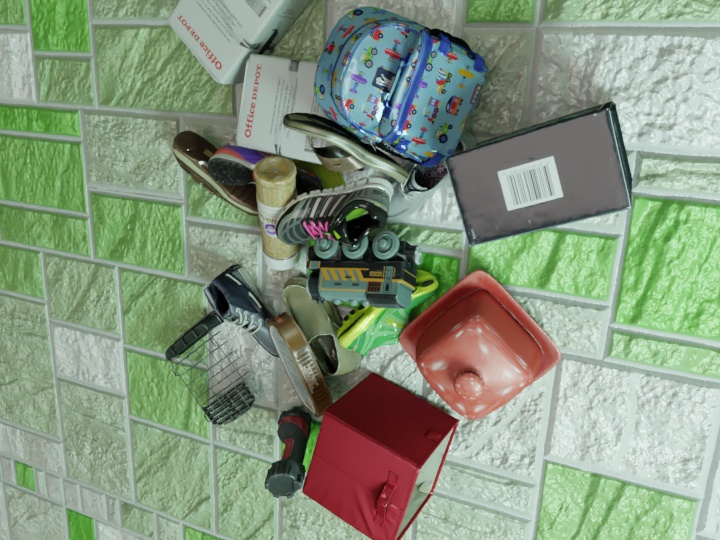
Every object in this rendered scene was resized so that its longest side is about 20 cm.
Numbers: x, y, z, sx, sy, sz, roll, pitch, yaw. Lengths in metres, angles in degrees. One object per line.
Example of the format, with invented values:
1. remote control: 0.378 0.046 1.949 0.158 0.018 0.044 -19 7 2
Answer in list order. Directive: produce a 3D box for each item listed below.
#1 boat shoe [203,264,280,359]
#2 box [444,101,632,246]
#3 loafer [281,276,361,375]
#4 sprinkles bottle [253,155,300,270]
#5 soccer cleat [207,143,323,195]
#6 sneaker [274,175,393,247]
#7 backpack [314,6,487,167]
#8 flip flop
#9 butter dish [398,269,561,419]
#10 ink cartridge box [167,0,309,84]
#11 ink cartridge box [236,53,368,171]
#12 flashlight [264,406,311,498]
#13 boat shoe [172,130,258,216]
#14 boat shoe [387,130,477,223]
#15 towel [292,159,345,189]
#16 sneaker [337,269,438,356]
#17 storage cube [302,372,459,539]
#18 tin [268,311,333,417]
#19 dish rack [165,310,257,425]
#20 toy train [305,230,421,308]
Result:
1. boat shoe: -0.207 0.088 1.148 0.075 0.093 0.201 -40 86 28
2. box: 0.241 -0.129 0.821 0.198 0.198 0.125 -13 101 27
3. loafer: -0.073 0.099 1.103 0.076 0.068 0.201 -39 87 28
4. sprinkles bottle: -0.134 -0.090 1.032 0.068 0.068 0.201 24 142 17
5. soccer cleat: -0.153 -0.170 1.058 0.197 0.074 0.069 13 136 6
6. sneaker: -0.042 -0.074 0.950 0.198 0.088 0.074 -17 137 15
7. backpack: 0.046 -0.254 0.857 0.198 0.135 0.184 19 106 -25
8. flip flop: -0.022 -0.165 0.900 0.198 0.081 0.058 24 110 -24
9. butter dish: 0.171 0.141 0.948 0.199 0.148 0.200 45 117 -5
10. ink cartridge box: -0.192 -0.421 1.004 0.200 0.084 0.145 -42 86 27
11. ink cartridge box: -0.084 -0.249 0.994 0.198 0.084 0.148 16 101 20
12. flashlight: -0.129 0.319 1.112 0.068 0.200 0.068 38 107 -8
13. boat shoe: -0.246 -0.163 1.120 0.202 0.075 0.075 41 147 4
14. boat shoe: 0.092 -0.137 0.961 0.199 0.068 0.073 -31 90 28
15. towel: -0.053 -0.102 1.067 0.085 0.018 0.202 -16 97 27
16. sneaker: 0.052 0.071 1.048 0.199 0.074 0.083 -37 122 20
17. storage cube: 0.034 0.307 1.043 0.178 0.199 0.173 25 114 23
18. tin: -0.107 0.168 1.110 0.112 0.042 0.202 27 140 64
19. dish rack: -0.288 0.201 1.241 0.153 0.054 0.201 -35 90 30
20. toy train: 0.000 0.000 0.996 0.198 0.085 0.116 1 75 26
